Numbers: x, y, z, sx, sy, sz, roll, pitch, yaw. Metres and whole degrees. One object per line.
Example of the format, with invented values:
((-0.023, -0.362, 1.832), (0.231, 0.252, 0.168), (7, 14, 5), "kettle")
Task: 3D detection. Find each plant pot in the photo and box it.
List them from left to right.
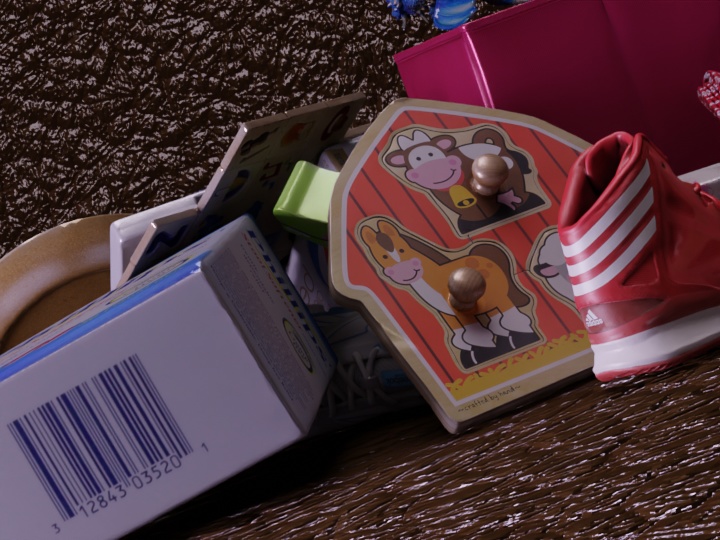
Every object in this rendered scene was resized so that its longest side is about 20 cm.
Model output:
((-0.165, 0.055, 1.544), (0.200, 0.200, 0.027), (-20, 39, -12), "plant pot")

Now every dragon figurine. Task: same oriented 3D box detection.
((0.076, -0.199, 1.642), (0.059, 0.100, 0.200), (-20, 22, -23), "dragon figurine")

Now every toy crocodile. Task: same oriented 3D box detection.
((0.048, -0.006, 1.324), (0.068, 0.200, 0.062), (-59, -6, -28), "toy crocodile")

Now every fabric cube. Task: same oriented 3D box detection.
((0.160, -0.091, 1.620), (0.200, 0.200, 0.196), (-21, 5, -11), "fabric cube")

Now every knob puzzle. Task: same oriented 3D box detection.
((0.071, -0.026, 1.290), (0.219, 0.220, 0.030), (-21, -32, -25), "knob puzzle")

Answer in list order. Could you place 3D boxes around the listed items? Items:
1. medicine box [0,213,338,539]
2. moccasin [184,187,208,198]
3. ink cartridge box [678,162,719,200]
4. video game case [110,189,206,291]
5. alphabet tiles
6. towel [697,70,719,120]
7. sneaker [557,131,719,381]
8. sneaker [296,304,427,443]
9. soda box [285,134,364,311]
((-0.120, 0.067, 1.261), (0.182, 0.103, 0.200), (-30, 6, 7), "medicine box")
((-0.038, -0.046, 1.549), (0.200, 0.068, 0.081), (-9, -37, -34), "moccasin")
((0.179, -0.015, 1.436), (0.200, 0.068, 0.116), (-18, 3, -6), "ink cartridge box")
((-0.059, -0.013, 1.492), (0.200, 0.018, 0.143), (-20, -31, -18), "video game case")
((-0.073, -0.023, 1.403), (0.167, 0.008, 0.200), (-19, -30, -46), "alphabet tiles")
((0.278, -0.074, 1.353), (0.144, 0.023, 0.200), (7, 17, -9), "towel")
((0.180, -0.027, 1.228), (0.200, 0.116, 0.078), (-23, 5, -42), "sneaker")
((0.005, 0.052, 1.371), (0.200, 0.075, 0.087), (-23, 14, -4), "sneaker")
((0.000, 0.000, 1.464), (0.064, 0.068, 0.200), (-21, -27, -26), "soda box")
